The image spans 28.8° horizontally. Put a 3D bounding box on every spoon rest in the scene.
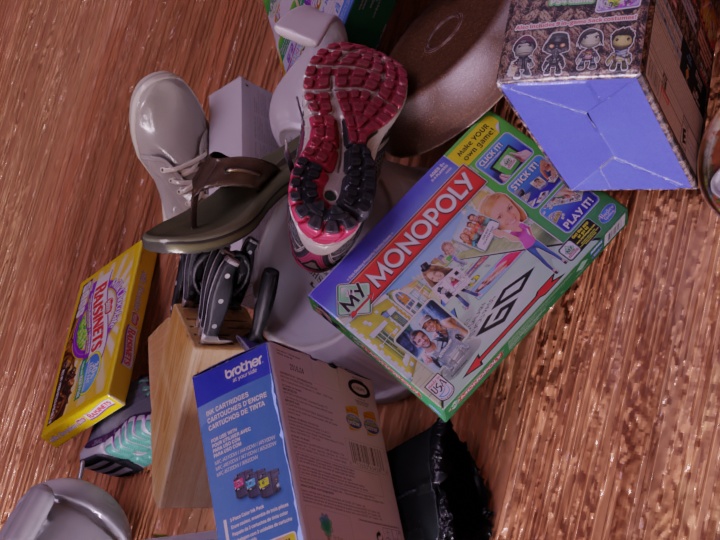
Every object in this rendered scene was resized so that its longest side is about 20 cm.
[{"bbox_3d":[-0.035,-0.150,1.175,0.099,0.200,0.061,25,62,14],"label":"spoon rest"}]

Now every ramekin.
[{"bbox_3d":[0.000,0.000,1.128,0.202,0.094,0.204,-19,60,37],"label":"ramekin"}]

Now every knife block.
[{"bbox_3d":[-0.114,0.077,1.113,0.175,0.064,0.201,144,126,-60],"label":"knife block"}]

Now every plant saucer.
[{"bbox_3d":[0.076,-0.179,1.117,0.200,0.037,0.201,-39,25,22],"label":"plant saucer"}]

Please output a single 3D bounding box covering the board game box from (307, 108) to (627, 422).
[{"bbox_3d":[0.078,-0.008,1.014,0.134,0.029,0.200,39,76,22],"label":"board game box"}]

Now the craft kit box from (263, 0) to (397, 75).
[{"bbox_3d":[-0.030,-0.256,1.241,0.200,0.048,0.198,117,143,-48],"label":"craft kit box"}]

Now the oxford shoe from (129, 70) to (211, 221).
[{"bbox_3d":[-0.158,-0.089,1.274,0.075,0.201,0.058,-26,39,-21],"label":"oxford shoe"}]

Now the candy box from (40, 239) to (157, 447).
[{"bbox_3d":[-0.250,0.068,1.355,0.102,0.026,0.201,-30,37,29],"label":"candy box"}]

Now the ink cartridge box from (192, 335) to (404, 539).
[{"bbox_3d":[-0.042,0.136,0.985,0.076,0.136,0.201,-23,63,26],"label":"ink cartridge box"}]

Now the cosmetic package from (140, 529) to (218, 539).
[{"bbox_3d":[-0.130,0.306,1.013,0.123,0.199,0.201,-46,57,40],"label":"cosmetic package"}]

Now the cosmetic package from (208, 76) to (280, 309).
[{"bbox_3d":[-0.093,-0.066,1.257,0.050,0.082,0.201,-22,58,36],"label":"cosmetic package"}]

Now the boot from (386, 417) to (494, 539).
[{"bbox_3d":[0.011,0.154,1.069,0.162,0.073,0.199,-29,62,36],"label":"boot"}]

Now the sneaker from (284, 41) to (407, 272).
[{"bbox_3d":[-0.019,-0.092,1.058,0.075,0.080,0.201,109,178,-55],"label":"sneaker"}]

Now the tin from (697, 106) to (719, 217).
[{"bbox_3d":[0.311,-0.097,0.907,0.200,0.042,0.112,-36,47,29],"label":"tin"}]

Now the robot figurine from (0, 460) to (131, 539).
[{"bbox_3d":[-0.273,0.266,1.238,0.112,0.170,0.200,9,43,15],"label":"robot figurine"}]

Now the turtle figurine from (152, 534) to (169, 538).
[{"bbox_3d":[-0.177,0.310,1.191,0.199,0.064,0.162,13,82,46],"label":"turtle figurine"}]

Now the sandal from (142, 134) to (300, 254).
[{"bbox_3d":[-0.095,-0.073,1.093,0.080,0.058,0.201,8,39,48],"label":"sandal"}]

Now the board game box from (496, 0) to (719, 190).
[{"bbox_3d":[0.177,-0.178,0.957,0.096,0.159,0.201,1,67,28],"label":"board game box"}]

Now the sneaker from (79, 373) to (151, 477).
[{"bbox_3d":[-0.185,0.124,1.275,0.199,0.074,0.088,-20,55,38],"label":"sneaker"}]
